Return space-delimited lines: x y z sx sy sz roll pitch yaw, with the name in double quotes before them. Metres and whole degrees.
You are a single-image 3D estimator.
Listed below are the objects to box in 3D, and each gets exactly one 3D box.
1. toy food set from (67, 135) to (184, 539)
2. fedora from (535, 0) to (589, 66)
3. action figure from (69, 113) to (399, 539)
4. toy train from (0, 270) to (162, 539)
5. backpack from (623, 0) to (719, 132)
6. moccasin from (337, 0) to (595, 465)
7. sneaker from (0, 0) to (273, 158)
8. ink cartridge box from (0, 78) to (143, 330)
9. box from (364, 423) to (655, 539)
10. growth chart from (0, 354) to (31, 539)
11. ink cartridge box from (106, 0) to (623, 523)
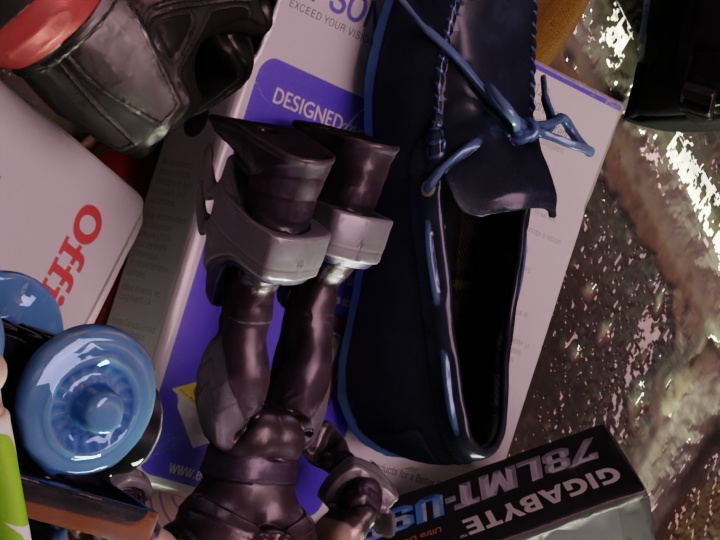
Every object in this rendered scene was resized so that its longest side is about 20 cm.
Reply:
"toy food set" -0.064 0.037 0.942 0.200 0.049 0.198 28 76 -46
"fedora" 0.019 -0.154 0.975 0.200 0.082 0.201 -9 103 -45
"action figure" -0.034 0.050 0.835 0.130 0.069 0.200 4 100 -45
"toy train" -0.148 0.046 0.707 0.200 0.087 0.114 21 93 -40
"backpack" 0.210 -0.169 1.139 0.154 0.163 0.200 -12 98 -54
"moccasin" 0.046 -0.028 0.888 0.080 0.068 0.200 -5 104 -44
"sneaker" -0.075 -0.104 0.839 0.098 0.071 0.201 46 26 -20
"ink cartridge box" -0.182 -0.014 0.782 0.200 0.085 0.145 40 68 -40
"box" 0.022 0.173 0.954 0.198 0.050 0.200 -19 129 -9
"growth chart" -0.169 0.119 0.662 0.200 0.018 0.145 -26 124 -23
"ink cartridge box" 0.000 0.000 0.929 0.198 0.043 0.200 22 86 -45
